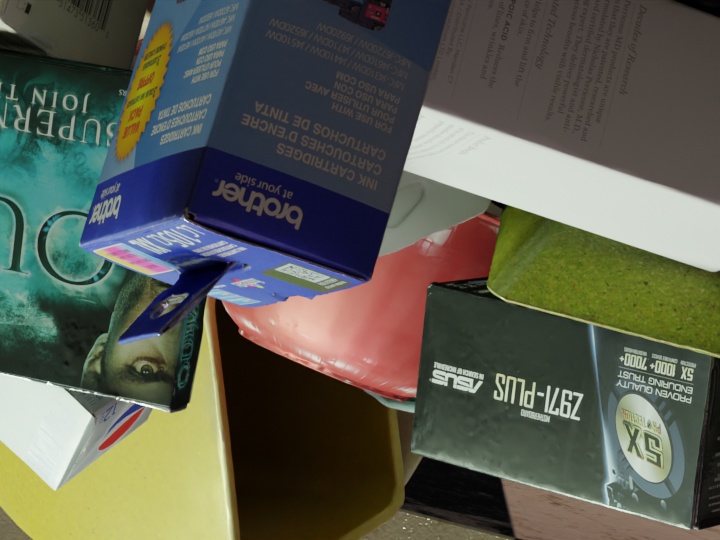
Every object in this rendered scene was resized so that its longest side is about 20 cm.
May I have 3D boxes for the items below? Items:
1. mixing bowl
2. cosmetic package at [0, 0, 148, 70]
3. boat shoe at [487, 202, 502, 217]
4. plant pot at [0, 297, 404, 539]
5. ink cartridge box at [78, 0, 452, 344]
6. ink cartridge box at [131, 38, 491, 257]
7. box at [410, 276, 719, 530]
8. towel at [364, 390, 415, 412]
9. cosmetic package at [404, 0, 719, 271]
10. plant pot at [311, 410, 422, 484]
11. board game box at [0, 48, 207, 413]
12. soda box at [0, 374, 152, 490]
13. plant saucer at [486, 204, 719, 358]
[{"bbox_3d":[0.000,0.000,1.443,0.200,0.109,0.200,23,-179,0],"label":"mixing bowl"},{"bbox_3d":[-0.201,-0.135,1.228,0.200,0.071,0.105,9,169,28],"label":"cosmetic package"},{"bbox_3d":[0.099,0.000,1.559,0.200,0.060,0.072,15,169,2],"label":"boat shoe"},{"bbox_3d":[-0.113,0.068,1.615,0.200,0.196,0.194,3,-164,29],"label":"plant pot"},{"bbox_3d":[-0.032,-0.064,0.999,0.076,0.200,0.136,18,169,-19],"label":"ink cartridge box"},{"bbox_3d":[-0.061,-0.054,1.267,0.200,0.083,0.146,5,-160,42],"label":"ink cartridge box"},{"bbox_3d":[0.149,0.055,1.354,0.164,0.086,0.200,13,-169,36],"label":"box"},{"bbox_3d":[0.123,0.046,1.598,0.200,0.048,0.171,9,-161,32],"label":"towel"},{"bbox_3d":[0.091,-0.068,1.146,0.200,0.081,0.113,17,169,-17],"label":"cosmetic package"},{"bbox_3d":[-0.061,0.051,1.801,0.200,0.188,0.187,25,174,19],"label":"plant pot"},{"bbox_3d":[-0.156,-0.026,1.167,0.200,0.136,0.028,11,-170,19],"label":"board game box"},{"bbox_3d":[-0.176,0.001,1.240,0.200,0.068,0.063,41,137,11],"label":"soda box"},{"bbox_3d":[0.165,-0.009,1.296,0.199,0.048,0.200,15,-165,2],"label":"plant saucer"}]
